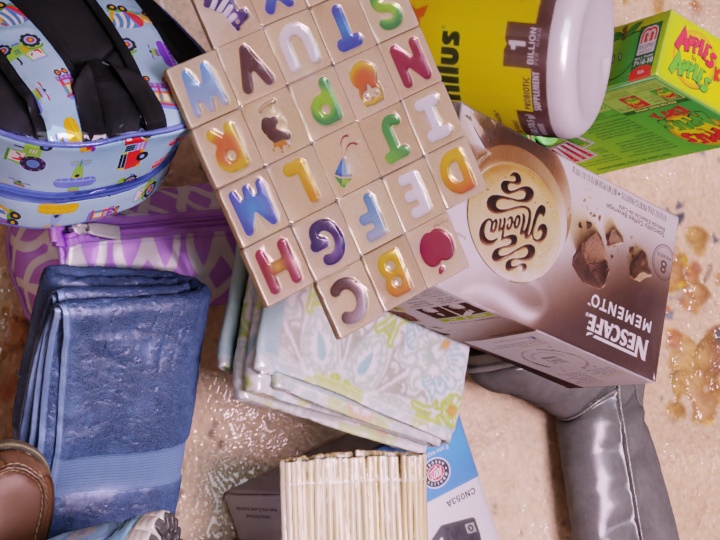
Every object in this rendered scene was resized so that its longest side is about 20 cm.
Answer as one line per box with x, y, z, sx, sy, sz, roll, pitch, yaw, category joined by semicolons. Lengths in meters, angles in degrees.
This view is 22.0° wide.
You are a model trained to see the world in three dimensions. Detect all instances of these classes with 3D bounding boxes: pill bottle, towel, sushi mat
0.051;-0.146;1.161;0.109;0.198;0.110;8;90;-68;pill bottle
-0.149;0.098;1.079;0.111;0.048;0.202;0;110;-34;towel
0.000;0.000;1.131;0.170;0.048;0.202;23;71;-38;towel
-0.001;0.210;1.125;0.095;0.012;0.202;-2;91;-17;sushi mat

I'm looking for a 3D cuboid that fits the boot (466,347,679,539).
0.153;0.143;1.309;0.180;0.072;0.202;-3;93;-31;boot

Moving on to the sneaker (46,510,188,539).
-0.141;0.181;1.042;0.089;0.200;0.079;0;63;1;sneaker

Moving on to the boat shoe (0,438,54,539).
-0.220;0.192;1.014;0.072;0.068;0.201;24;94;-21;boat shoe

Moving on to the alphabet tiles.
-0.015;-0.074;1.003;0.166;0.006;0.201;-28;98;-34;alphabet tiles

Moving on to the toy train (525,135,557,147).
0.119;-0.039;1.239;0.056;0.042;0.202;-21;95;-32;toy train

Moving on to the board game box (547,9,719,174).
0.176;-0.115;1.264;0.101;0.199;0.048;24;72;-28;board game box

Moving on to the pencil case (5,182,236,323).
-0.119;-0.018;1.133;0.199;0.086;0.084;-8;61;-36;pencil case

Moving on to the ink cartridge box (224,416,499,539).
0.019;0.210;1.197;0.144;0.083;0.202;-22;97;-32;ink cartridge box

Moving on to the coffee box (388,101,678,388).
0.097;-0.009;1.133;0.199;0.079;0.114;24;69;-36;coffee box

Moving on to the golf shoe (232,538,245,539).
-0.077;0.268;1.137;0.091;0.072;0.202;-7;89;-31;golf shoe

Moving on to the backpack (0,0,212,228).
-0.178;-0.095;1.020;0.181;0.200;0.135;-13;133;-36;backpack
